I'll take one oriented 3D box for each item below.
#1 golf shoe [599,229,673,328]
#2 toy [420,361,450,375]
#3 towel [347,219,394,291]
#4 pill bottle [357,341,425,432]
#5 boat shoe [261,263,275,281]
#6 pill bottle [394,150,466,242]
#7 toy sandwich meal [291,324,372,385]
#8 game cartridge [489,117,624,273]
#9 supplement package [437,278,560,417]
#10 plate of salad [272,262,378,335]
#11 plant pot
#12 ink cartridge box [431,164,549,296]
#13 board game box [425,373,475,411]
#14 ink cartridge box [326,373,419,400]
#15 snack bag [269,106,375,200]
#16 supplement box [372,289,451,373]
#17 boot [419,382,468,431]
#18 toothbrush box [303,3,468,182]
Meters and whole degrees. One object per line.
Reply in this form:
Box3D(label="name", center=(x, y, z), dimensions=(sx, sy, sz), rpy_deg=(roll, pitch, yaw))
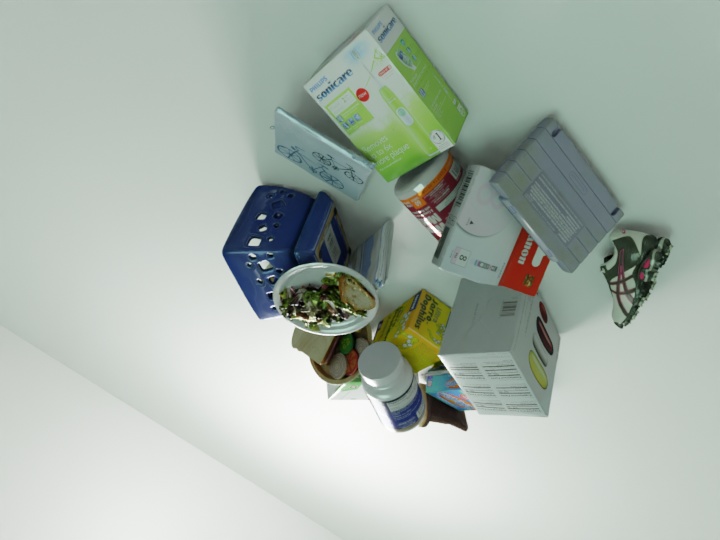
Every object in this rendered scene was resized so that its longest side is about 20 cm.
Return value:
Box3D(label="golf shoe", center=(0.443, 0.011, 0.882), dimensions=(0.087, 0.077, 0.202), rpy_deg=(29, 145, 31))
Box3D(label="toy", center=(0.200, 0.211, 1.204), dimensions=(0.113, 0.048, 0.200), rpy_deg=(-5, 170, -1))
Box3D(label="towel", center=(0.000, 0.000, 1.051), dimensions=(0.024, 0.149, 0.200), rpy_deg=(24, 145, -22))
Box3D(label="pill bottle", center=(0.067, 0.252, 1.148), dimensions=(0.114, 0.117, 0.201), rpy_deg=(3, 137, 27))
Box3D(label="boat shoe", center=(-0.191, 0.032, 1.265), dimensions=(0.073, 0.067, 0.200), rpy_deg=(23, 157, 3))
Box3D(label="pill bottle", center=(0.157, -0.098, 0.876), dimensions=(0.200, 0.110, 0.109), rpy_deg=(44, 139, -20))
Box3D(label="toy sandwich meal", center=(-0.064, 0.157, 1.198), dimensions=(0.203, 0.209, 0.070), rpy_deg=(-6, 164, 35))
Box3D(label="game cartridge", center=(0.290, -0.105, 0.785), dimensions=(0.200, 0.130, 0.038), rpy_deg=(44, -177, -21))
Box3D(label="supplement package", center=(0.273, 0.143, 1.018), dimensions=(0.145, 0.193, 0.201), rpy_deg=(-8, 131, 38))
Box3D(label="plate of salad", center=(-0.065, 0.064, 0.975), dimensions=(0.196, 0.049, 0.202), rpy_deg=(2, 136, 2))
Box3D(label="plant pot", center=(-0.130, -0.036, 1.052), dimensions=(0.177, 0.202, 0.202), rpy_deg=(0, 136, 20))
Box3D(label="ink cartridge box", center=(0.228, -0.054, 0.821), dimensions=(0.197, 0.057, 0.165), rpy_deg=(18, 101, -11))
Box3D(label="board game box", center=(0.280, 0.291, 1.277), dimensions=(0.198, 0.046, 0.151), rpy_deg=(-17, 140, 43))
Box3D(label="ink cartridge box", center=(0.029, 0.263, 1.320), dimensions=(0.197, 0.085, 0.146), rpy_deg=(5, 148, -20))
Box3D(label="snack bag", center=(-0.069, -0.196, 0.902), dimensions=(0.187, 0.022, 0.200), rpy_deg=(31, 170, -3))
Box3D(label="supplement box", center=(0.113, 0.150, 1.188), dimensions=(0.109, 0.110, 0.200), rpy_deg=(34, 142, -10))
Box3D(label="boot", center=(0.203, 0.357, 1.332), dimensions=(0.165, 0.200, 0.073), rpy_deg=(30, 103, -5))
Box3D(label="toothbrush box", center=(0.039, -0.252, 0.787), dimensions=(0.145, 0.087, 0.200), rpy_deg=(-21, 121, 45))
